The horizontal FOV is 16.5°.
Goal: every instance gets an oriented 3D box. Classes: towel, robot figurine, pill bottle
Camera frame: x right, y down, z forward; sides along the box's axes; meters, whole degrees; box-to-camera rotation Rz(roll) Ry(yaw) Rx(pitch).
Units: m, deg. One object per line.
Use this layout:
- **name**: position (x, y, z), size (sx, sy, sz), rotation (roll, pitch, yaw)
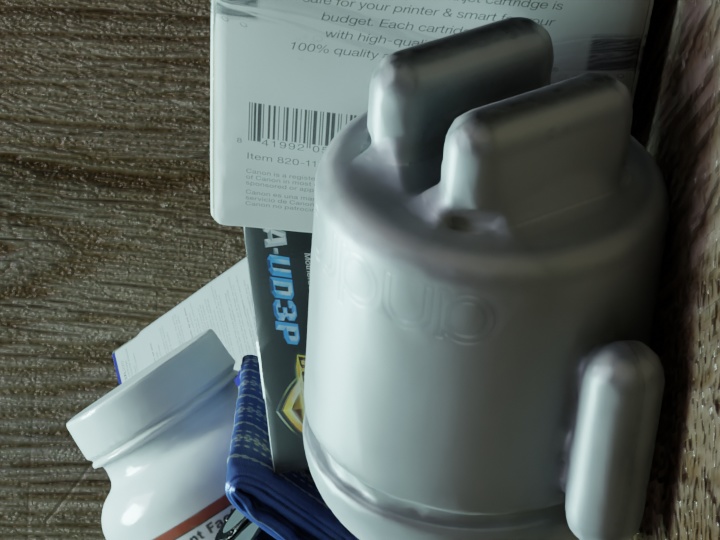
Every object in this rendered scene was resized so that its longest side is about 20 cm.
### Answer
- **towel**: position (0.002, 0.105, 1.084), size (0.024, 0.145, 0.200), rotation (-53, 8, 10)
- **robot figurine**: position (0.038, 0.019, 0.813), size (0.170, 0.113, 0.200), rotation (45, 142, 44)
- **pill bottle**: position (-0.052, 0.134, 1.188), size (0.200, 0.112, 0.112), rotation (57, 179, -2)

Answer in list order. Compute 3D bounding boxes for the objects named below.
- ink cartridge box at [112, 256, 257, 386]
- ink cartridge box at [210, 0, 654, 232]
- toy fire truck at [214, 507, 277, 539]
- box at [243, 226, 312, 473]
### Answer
- **ink cartridge box**: position (-0.060, 0.053, 1.276), size (0.200, 0.037, 0.095), rotation (-32, 69, 48)
- **ink cartridge box**: position (0.026, -0.100, 0.845), size (0.200, 0.146, 0.083), rotation (95, -179, -52)
- **toy fire truck**: position (-0.057, 0.211, 1.052), size (0.200, 0.129, 0.176), rotation (-47, 7, 10)
- **box**: position (0.000, 0.000, 1.085), size (0.200, 0.046, 0.159), rotation (-1, -96, -75)
